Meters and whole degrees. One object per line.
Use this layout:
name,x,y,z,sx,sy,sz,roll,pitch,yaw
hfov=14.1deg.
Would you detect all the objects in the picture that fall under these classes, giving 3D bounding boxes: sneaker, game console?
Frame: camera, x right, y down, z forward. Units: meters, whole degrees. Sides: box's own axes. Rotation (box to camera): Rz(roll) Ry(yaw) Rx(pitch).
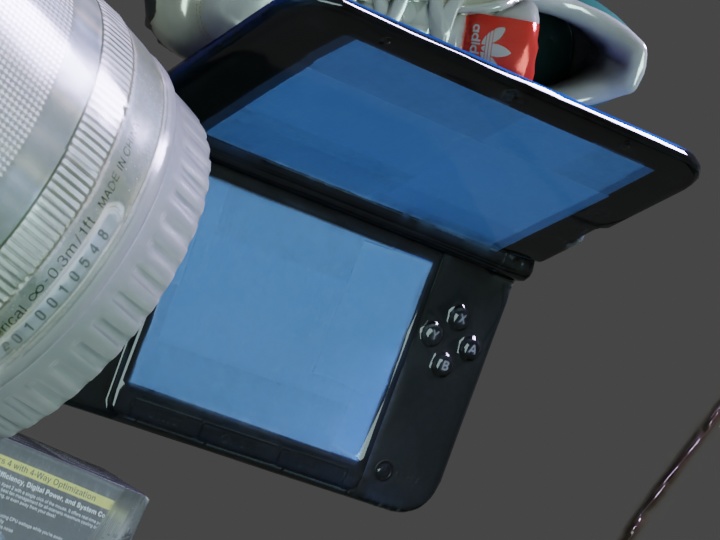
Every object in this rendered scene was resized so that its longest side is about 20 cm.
sneaker,0.020,-0.095,1.091,0.199,0.093,0.071,7,97,-32
game console,0.000,0.000,1.087,0.199,0.118,0.172,21,90,-32

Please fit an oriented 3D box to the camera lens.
camera lens,-0.167,-0.056,0.948,0.200,0.160,0.160,41,79,-31

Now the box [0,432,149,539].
box,-0.194,0.116,1.037,0.199,0.049,0.162,25,89,-33
